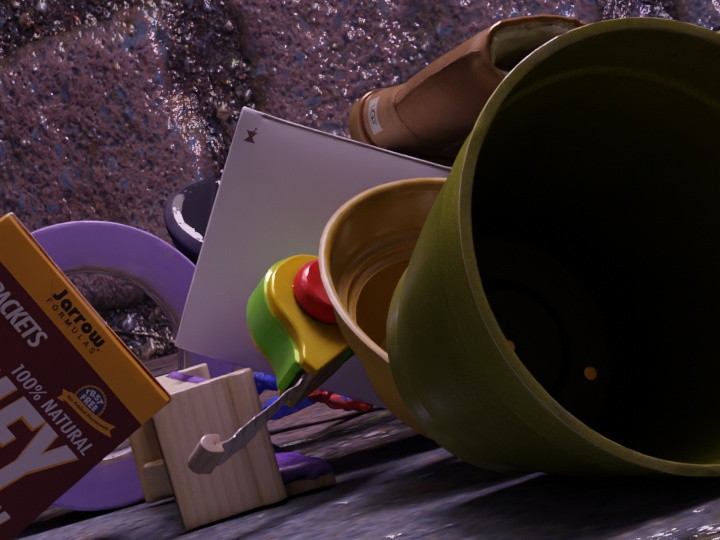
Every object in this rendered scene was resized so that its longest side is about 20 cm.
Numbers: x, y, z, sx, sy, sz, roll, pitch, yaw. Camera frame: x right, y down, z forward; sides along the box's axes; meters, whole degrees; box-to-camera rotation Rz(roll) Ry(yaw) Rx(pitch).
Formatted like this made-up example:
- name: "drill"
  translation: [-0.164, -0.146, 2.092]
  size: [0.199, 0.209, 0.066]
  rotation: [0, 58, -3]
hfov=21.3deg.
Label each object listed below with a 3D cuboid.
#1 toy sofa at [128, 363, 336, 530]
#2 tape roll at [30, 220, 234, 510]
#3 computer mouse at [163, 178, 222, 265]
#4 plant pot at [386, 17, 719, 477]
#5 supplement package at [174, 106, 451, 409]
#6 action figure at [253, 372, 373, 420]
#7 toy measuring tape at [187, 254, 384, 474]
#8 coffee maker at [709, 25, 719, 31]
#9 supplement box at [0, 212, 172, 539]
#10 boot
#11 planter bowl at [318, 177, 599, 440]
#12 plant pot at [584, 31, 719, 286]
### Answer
- name: "toy sofa"
  translation: [-0.089, 0.102, 1.200]
  size: [0.098, 0.083, 0.200]
  rotation: [-16, 2, -12]
- name: "tape roll"
  translation: [-0.191, 0.066, 1.349]
  size: [0.200, 0.200, 0.085]
  rotation: [-16, 1, -9]
- name: "computer mouse"
  translation: [-0.047, -0.010, 1.393]
  size: [0.200, 0.053, 0.139]
  rotation: [12, 44, -3]
- name: "plant pot"
  translation: [0.102, 0.014, 0.884]
  size: [0.200, 0.200, 0.193]
  rotation: [-16, -10, -24]
- name: "supplement package"
  translation: [0.000, 0.000, 1.218]
  size: [0.200, 0.156, 0.111]
  rotation: [16, 0, -1]
- name: "action figure"
  translation: [-0.064, 0.090, 1.518]
  size: [0.200, 0.065, 0.099]
  rotation: [-15, -22, 27]
- name: "toy measuring tape"
  translation: [-0.051, 0.042, 1.086]
  size: [0.074, 0.074, 0.200]
  rotation: [-14, 16, 40]
- name: "coffee maker"
  translation: [0.214, -0.058, 1.386]
  size: [0.200, 0.192, 0.135]
  rotation: [-16, -18, -43]
- name: "supplement box"
  translation: [-0.234, 0.085, 1.077]
  size: [0.197, 0.133, 0.200]
  rotation: [-41, 7, -12]
- name: "boot"
  translation: [0.105, -0.111, 1.227]
  size: [0.175, 0.066, 0.200]
  rotation: [-8, -6, -28]
- name: "planter bowl"
  translation: [0.064, 0.041, 1.073]
  size: [0.200, 0.200, 0.083]
  rotation: [-16, -42, -38]
- name: "plant pot"
  translation: [0.176, -0.048, 1.023]
  size: [0.200, 0.187, 0.187]
  rotation: [6, 13, 31]
